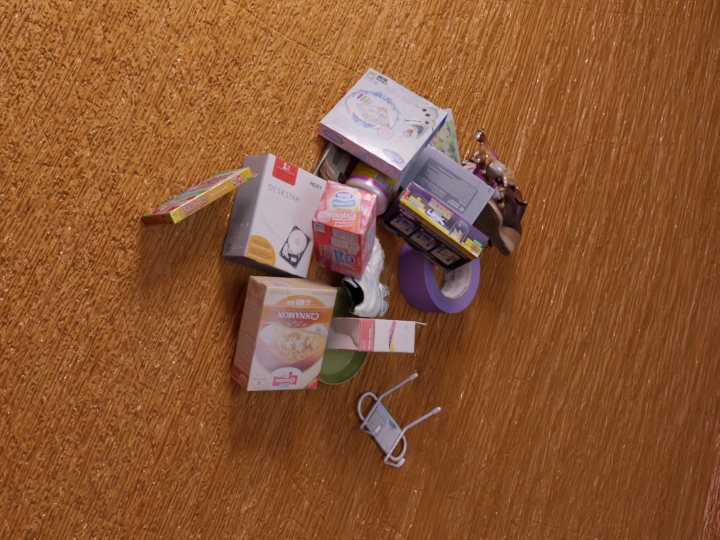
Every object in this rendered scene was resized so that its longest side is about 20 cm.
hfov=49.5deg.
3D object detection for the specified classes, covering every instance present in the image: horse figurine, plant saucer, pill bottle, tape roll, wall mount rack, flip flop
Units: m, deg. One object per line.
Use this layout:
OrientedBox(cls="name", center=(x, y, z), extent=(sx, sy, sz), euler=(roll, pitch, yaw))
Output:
OrientedBox(cls="horse figurine", center=(0.316, -0.226, 1.827), extent=(0.200, 0.050, 0.133), euler=(46, 39, -6))
OrientedBox(cls="plant saucer", center=(-0.058, 0.134, 1.619), extent=(0.200, 0.031, 0.201), euler=(-1, 91, -44))
OrientedBox(cls="pill bottle", center=(0.049, -0.223, 1.671), extent=(0.104, 0.104, 0.200), euler=(47, 59, -33))
OrientedBox(cls="tape roll", center=(0.184, -0.002, 1.814), extent=(0.200, 0.085, 0.201), euler=(-1, 92, -44))
OrientedBox(cls="wall mount rack", center=(0.084, 0.328, 1.724), extent=(0.174, 0.074, 0.200), euler=(-52, 124, -30))
OrientedBox(cls="flip flop", center=(-0.055, -0.190, 1.602), extent=(0.081, 0.057, 0.200), euler=(36, 67, -38))

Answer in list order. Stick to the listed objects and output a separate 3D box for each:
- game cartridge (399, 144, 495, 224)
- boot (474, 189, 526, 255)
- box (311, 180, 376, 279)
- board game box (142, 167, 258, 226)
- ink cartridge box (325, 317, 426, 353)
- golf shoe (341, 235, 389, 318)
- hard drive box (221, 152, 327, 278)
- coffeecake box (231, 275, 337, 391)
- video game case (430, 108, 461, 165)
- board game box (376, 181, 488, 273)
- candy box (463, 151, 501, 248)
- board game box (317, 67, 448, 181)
OrientedBox(cls="game cartridge", center=(0.186, -0.183, 1.762), extent=(0.200, 0.040, 0.133), euler=(35, 84, 1))
OrientedBox(cls="boot", center=(0.338, -0.153, 1.891), extent=(0.200, 0.072, 0.167), euler=(54, 44, -35))
OrientedBox(cls="box", center=(-0.028, -0.075, 1.519), extent=(0.200, 0.102, 0.095), euler=(88, 21, -65))
OrientedBox(cls="board game box", center=(-0.276, -0.133, 1.365), extent=(0.200, 0.095, 0.030), euler=(-35, 113, -38))
OrientedBox(cls="ink cartridge box", center=(0.032, 0.134, 1.603), extent=(0.200, 0.116, 0.068), euler=(7, 84, -43))
OrientedBox(cls="golf shoe", center=(0.000, 0.000, 1.621), extent=(0.097, 0.078, 0.201), euler=(0, 74, -46))
OrientedBox(cls="hard drive box", center=(-0.162, -0.100, 1.488), extent=(0.156, 0.077, 0.201), euler=(20, 76, -43))
OrientedBox(cls="coffeecake box", center=(-0.143, 0.118, 1.461), extent=(0.153, 0.073, 0.201), euler=(4, 104, -36))
OrientedBox(cls="video game case", center=(0.171, -0.270, 1.844), extent=(0.182, 0.022, 0.201), euler=(-22, 105, -41))
OrientedBox(cls="board game box", center=(0.148, -0.087, 1.645), extent=(0.200, 0.165, 0.057), euler=(36, 70, -7))
OrientedBox(cls="candy box", center=(0.304, -0.174, 1.926), extent=(0.136, 0.061, 0.200), euler=(-49, 130, -32))
OrientedBox(cls="board game box", center=(0.048, -0.307, 1.629), extent=(0.200, 0.043, 0.199), euler=(32, 59, 9))
